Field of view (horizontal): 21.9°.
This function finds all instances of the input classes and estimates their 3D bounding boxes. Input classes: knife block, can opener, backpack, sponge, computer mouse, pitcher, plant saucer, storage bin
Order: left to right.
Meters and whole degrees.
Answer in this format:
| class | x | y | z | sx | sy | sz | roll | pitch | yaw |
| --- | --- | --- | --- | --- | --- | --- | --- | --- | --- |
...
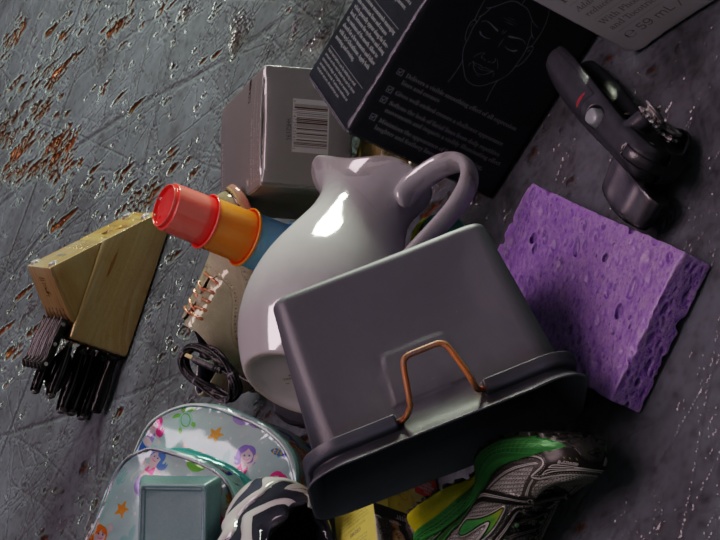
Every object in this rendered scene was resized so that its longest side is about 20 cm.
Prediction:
| class | x | y | z | sx | sy | sz | roll | pitch | yaw |
| --- | --- | --- | --- | --- | --- | --- | --- | --- | --- |
| knife block | -0.267 | 0.053 | 1.957 | 0.199 | 0.177 | 0.064 | -29 | 18 | -28 |
| plant saucer | -0.142 | 0.258 | 1.421 | 0.069 | 0.019 | 0.202 | -1 | 83 | 18 |
| backpack | -0.124 | 0.210 | 1.514 | 0.177 | 0.151 | 0.201 | 19 | 80 | 29 |
| computer mouse | -0.080 | 0.097 | 1.560 | 0.199 | 0.034 | 0.059 | 11 | 105 | 34 |
| pitcher | 0.000 | 0.000 | 1.391 | 0.171 | 0.121 | 0.201 | -15 | 42 | 44 |
| storage bin | 0.035 | 0.060 | 1.257 | 0.146 | 0.199 | 0.135 | 82 | 165 | -68 |
| sponge | 0.157 | 0.015 | 1.322 | 0.200 | 0.030 | 0.112 | 32 | 99 | 60 |
| can opener | 0.176 | -0.110 | 1.337 | 0.079 | 0.063 | 0.200 | -50 | 34 | 18 |

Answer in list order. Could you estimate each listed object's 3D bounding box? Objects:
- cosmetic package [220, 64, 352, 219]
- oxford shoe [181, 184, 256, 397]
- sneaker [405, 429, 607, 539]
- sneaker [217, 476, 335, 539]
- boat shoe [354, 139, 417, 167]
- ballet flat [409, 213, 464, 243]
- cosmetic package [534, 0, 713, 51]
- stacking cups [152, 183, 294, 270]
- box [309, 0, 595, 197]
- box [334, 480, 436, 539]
| class | x | y | z | sx | sy | sz | roll | pitch | yaw |
| --- | --- | --- | --- | --- | --- | --- | --- | --- | --- |
| cosmetic package | -0.067 | -0.109 | 1.632 | 0.200 | 0.089 | 0.108 | 157 | 114 | -72 |
| oxford shoe | -0.117 | 0.024 | 1.620 | 0.071 | 0.073 | 0.201 | -141 | 43 | -57 |
| sneaker | 0.106 | 0.172 | 1.271 | 0.200 | 0.078 | 0.086 | -48 | 41 | 45 |
| sneaker | -0.078 | 0.243 | 1.353 | 0.200 | 0.079 | 0.129 | -57 | 16 | -19 |
| boat shoe | 0.022 | -0.130 | 1.584 | 0.072 | 0.076 | 0.201 | 31 | 98 | 59 |
| ballet flat | 0.056 | 0.051 | 1.438 | 0.067 | 0.066 | 0.201 | 119 | 160 | -55 |
| cosmetic package | 0.177 | -0.293 | 1.321 | 0.167 | 0.199 | 0.167 | -31 | 46 | 46 |
| stacking cups | -0.078 | -0.025 | 1.552 | 0.060 | 0.199 | 0.061 | -38 | 39 | 39 |
| box | 0.080 | -0.185 | 1.456 | 0.201 | 0.148 | 0.107 | -57 | 32 | 17 |
| box | 0.018 | 0.158 | 1.409 | 0.050 | 0.075 | 0.201 | -42 | 38 | 33 |
